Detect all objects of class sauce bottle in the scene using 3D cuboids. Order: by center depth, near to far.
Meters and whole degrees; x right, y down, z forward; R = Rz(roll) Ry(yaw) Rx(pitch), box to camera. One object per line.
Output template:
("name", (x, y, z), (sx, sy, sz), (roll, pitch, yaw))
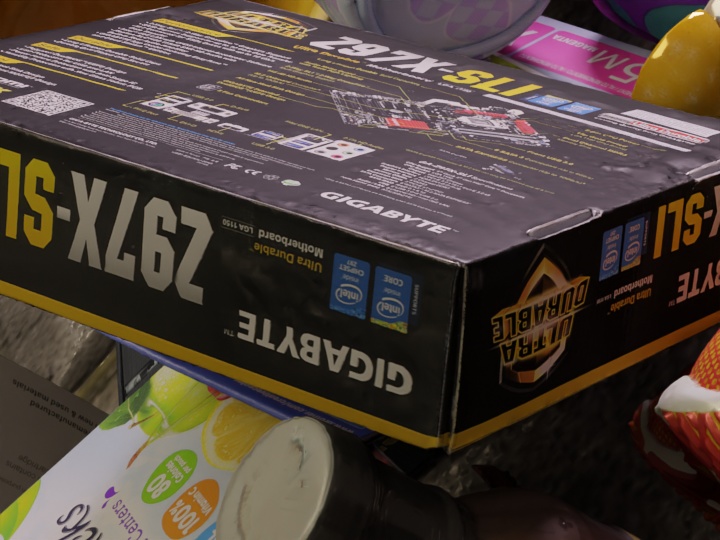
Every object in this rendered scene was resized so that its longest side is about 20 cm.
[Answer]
("sauce bottle", (0.053, 0.093, 0.553), (0.065, 0.200, 0.065), (-37, 37, 34))

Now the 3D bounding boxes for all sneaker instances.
("sneaker", (0.117, 0.037, 0.580), (0.077, 0.073, 0.200), (-47, -7, -5))

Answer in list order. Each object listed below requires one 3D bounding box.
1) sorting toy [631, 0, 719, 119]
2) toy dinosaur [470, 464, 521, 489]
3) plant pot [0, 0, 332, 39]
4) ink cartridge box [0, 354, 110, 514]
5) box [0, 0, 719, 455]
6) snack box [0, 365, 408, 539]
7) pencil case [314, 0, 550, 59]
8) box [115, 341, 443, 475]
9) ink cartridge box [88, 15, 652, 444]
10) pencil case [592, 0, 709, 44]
("sorting toy", (0.186, -0.034, 0.604), (0.200, 0.107, 0.180), (-51, 51, 12))
("toy dinosaur", (-0.013, 0.186, 0.719), (0.181, 0.105, 0.200), (-47, -2, 34))
("plant pot", (-0.103, -0.113, 0.942), (0.189, 0.201, 0.201), (101, -169, -74))
("ink cartridge box", (-0.185, 0.153, 0.942), (0.146, 0.086, 0.200), (-24, 46, 43))
("box", (-0.012, -0.022, 0.594), (0.200, 0.160, 0.049), (18, 111, 32))
("snack box", (-0.046, 0.100, 0.664), (0.142, 0.053, 0.200), (-44, 25, -4))
("pencil case", (-0.013, -0.147, 0.774), (0.200, 0.083, 0.091), (46, 145, 43))
("box", (-0.009, 0.012, 0.852), (0.200, 0.051, 0.158), (-39, 36, 26))
("ink cartridge box", (0.024, -0.021, 0.706), (0.119, 0.042, 0.200), (24, 43, 38))
("pencil case", (0.147, -0.161, 0.755), (0.092, 0.085, 0.200), (87, -154, -77))
